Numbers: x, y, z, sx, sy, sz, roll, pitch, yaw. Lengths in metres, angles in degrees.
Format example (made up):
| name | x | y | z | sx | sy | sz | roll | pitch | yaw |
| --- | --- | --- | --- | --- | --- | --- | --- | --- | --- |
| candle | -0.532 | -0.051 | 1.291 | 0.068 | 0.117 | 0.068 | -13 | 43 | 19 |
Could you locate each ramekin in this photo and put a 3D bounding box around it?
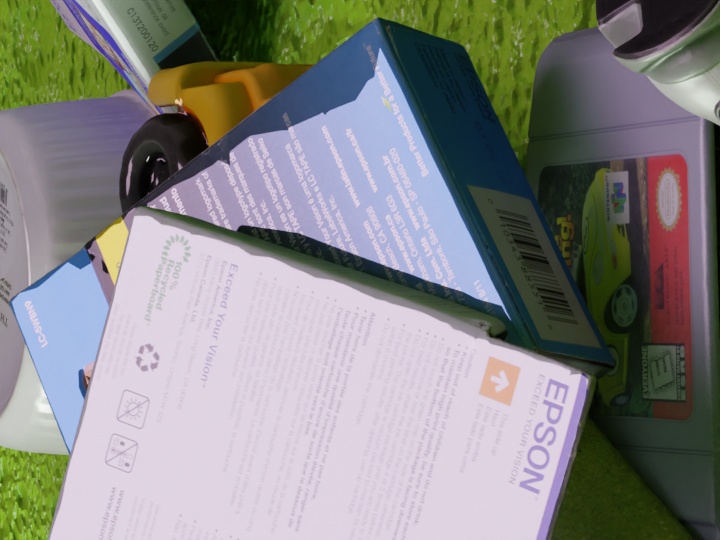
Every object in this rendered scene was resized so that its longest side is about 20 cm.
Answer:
| name | x | y | z | sx | sy | sz | roll | pitch | yaw |
| --- | --- | --- | --- | --- | --- | --- | --- | --- | --- |
| ramekin | -0.154 | 0.004 | 1.474 | 0.200 | 0.105 | 0.201 | 4 | 94 | 63 |

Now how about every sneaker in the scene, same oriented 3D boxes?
| name | x | y | z | sx | sy | sz | roll | pitch | yaw |
| --- | --- | --- | --- | --- | --- | --- | --- | --- | --- |
| sneaker | 0.126 | -0.118 | 0.961 | 0.074 | 0.088 | 0.201 | -28 | 38 | 33 |

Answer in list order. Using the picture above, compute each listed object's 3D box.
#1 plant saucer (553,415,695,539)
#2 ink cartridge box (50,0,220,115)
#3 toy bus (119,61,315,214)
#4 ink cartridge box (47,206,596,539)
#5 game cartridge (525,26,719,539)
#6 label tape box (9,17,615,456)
| name | x | y | z | sx | sy | sz | roll | pitch | yaw |
| --- | --- | --- | --- | --- | --- | --- | --- | --- | --- |
| plant saucer | 0.081 | 0.174 | 1.035 | 0.200 | 0.048 | 0.200 | 50 | 142 | 43 |
| ink cartridge box | -0.144 | -0.165 | 1.395 | 0.200 | 0.043 | 0.198 | 43 | 169 | 52 |
| toy bus | 0.000 | 0.000 | 1.149 | 0.192 | 0.135 | 0.201 | -17 | 74 | 56 |
| ink cartridge box | -0.019 | 0.098 | 0.983 | 0.199 | 0.041 | 0.200 | 20 | 98 | 31 |
| game cartridge | 0.106 | 0.007 | 1.040 | 0.133 | 0.041 | 0.201 | 175 | 93 | -67 |
| label tape box | -0.022 | 0.022 | 1.055 | 0.200 | 0.063 | 0.145 | -35 | 66 | 26 |
